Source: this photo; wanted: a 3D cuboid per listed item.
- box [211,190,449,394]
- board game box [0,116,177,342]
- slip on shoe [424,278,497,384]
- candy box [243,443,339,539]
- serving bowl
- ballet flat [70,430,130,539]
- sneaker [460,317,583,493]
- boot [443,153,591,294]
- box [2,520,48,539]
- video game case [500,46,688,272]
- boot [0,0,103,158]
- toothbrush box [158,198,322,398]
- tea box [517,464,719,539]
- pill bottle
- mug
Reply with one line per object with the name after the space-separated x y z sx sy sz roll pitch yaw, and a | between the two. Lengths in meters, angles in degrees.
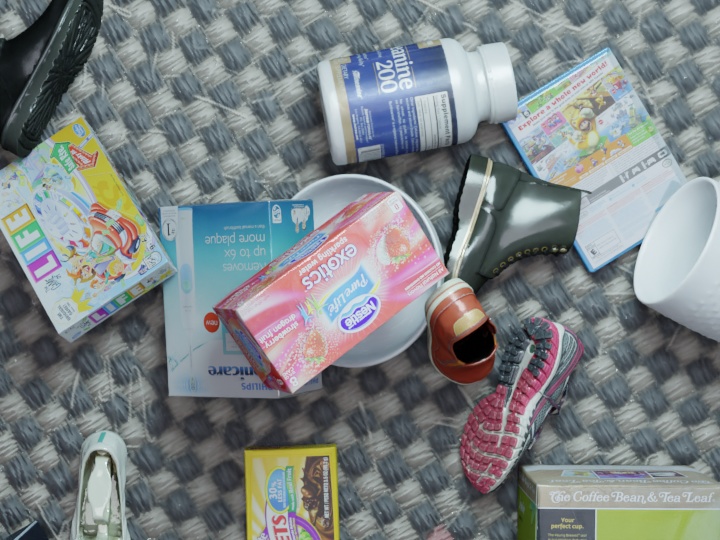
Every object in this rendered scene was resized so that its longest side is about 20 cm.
-0.029 0.020 1.499 0.200 0.095 0.103 -36 102 -16 | box
-0.296 -0.044 1.608 0.134 0.034 0.200 -34 68 -1 | board game box
0.110 0.077 1.593 0.074 0.200 0.061 -35 64 -8 | slip on shoe
-0.073 0.290 1.671 0.102 0.026 0.201 -2 92 1 | candy box
0.000 0.000 1.632 0.199 0.066 0.201 0 91 21 | serving bowl
-0.277 0.272 1.643 0.069 0.069 0.201 0 92 -2 | ballet flat
0.177 0.151 1.655 0.074 0.081 0.201 19 103 -40 | sneaker
0.159 -0.010 1.642 0.138 0.077 0.201 13 97 -2 | boot
-0.375 0.399 1.615 0.182 0.104 0.201 -30 92 5 | box
0.258 -0.119 1.677 0.143 0.018 0.201 -31 93 0 | video game case
-0.378 -0.236 1.619 0.157 0.079 0.212 26 78 9 | boot
-0.124 0.029 1.601 0.146 0.085 0.201 -1 94 32 | toothbrush box
0.271 0.310 1.632 0.199 0.134 0.198 2 92 -3 | tea box
0.059 -0.181 1.620 0.199 0.111 0.112 -11 92 -2 | pill bottle
0.408 -0.017 1.631 0.175 0.148 0.201 26 66 -15 | mug
